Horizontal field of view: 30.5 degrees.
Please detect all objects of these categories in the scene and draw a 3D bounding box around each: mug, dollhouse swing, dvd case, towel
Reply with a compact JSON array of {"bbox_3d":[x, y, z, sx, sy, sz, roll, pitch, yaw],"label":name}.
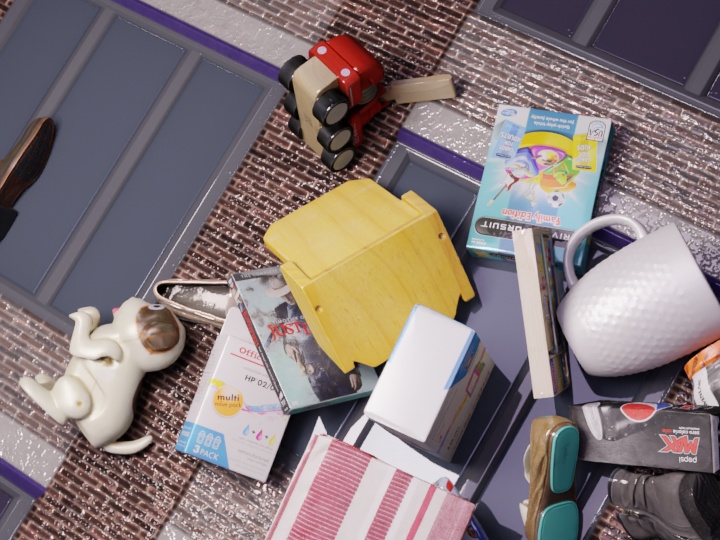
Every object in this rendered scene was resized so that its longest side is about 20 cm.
[{"bbox_3d":[0.322,0.025,1.588,0.175,0.148,0.200,-29,69,13],"label":"mug"},{"bbox_3d":[0.000,0.000,1.711,0.200,0.176,0.182,-31,109,-15],"label":"dollhouse swing"},{"bbox_3d":[-0.072,0.082,1.695,0.146,0.022,0.200,-9,62,-35],"label":"dvd case"},{"bbox_3d":[0.010,0.283,1.461,0.200,0.023,0.144,24,85,7],"label":"towel"}]

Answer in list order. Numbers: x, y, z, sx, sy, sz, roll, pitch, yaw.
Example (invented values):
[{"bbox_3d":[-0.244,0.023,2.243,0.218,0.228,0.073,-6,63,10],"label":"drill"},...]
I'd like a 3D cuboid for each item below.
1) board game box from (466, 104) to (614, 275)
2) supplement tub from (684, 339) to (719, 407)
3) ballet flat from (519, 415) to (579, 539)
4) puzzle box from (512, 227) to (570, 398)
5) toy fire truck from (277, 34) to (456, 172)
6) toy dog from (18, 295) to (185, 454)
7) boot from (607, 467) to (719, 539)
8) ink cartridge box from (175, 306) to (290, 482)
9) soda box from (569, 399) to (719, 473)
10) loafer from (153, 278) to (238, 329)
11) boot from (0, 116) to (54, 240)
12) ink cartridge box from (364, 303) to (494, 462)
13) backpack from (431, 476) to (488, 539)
[{"bbox_3d":[0.233,-0.106,1.703,0.151,0.047,0.200,10,77,18],"label":"board game box"},{"bbox_3d":[0.465,0.175,1.517,0.122,0.123,0.200,-30,69,5],"label":"supplement tub"},{"bbox_3d":[0.221,0.265,1.576,0.072,0.068,0.200,21,115,58],"label":"ballet flat"},{"bbox_3d":[0.219,0.049,1.588,0.025,0.133,0.200,-8,89,18],"label":"puzzle box"},{"bbox_3d":[0.013,-0.239,1.744,0.200,0.176,0.129,-39,67,-14],"label":"toy fire truck"},{"bbox_3d":[-0.320,0.125,1.740,0.194,0.140,0.200,42,88,9],"label":"toy dog"},{"bbox_3d":[0.375,0.310,1.527,0.132,0.070,0.200,-9,110,49],"label":"boot"},{"bbox_3d":[-0.145,0.156,1.690,0.115,0.068,0.200,22,80,-15],"label":"ink cartridge box"},{"bbox_3d":[0.338,0.189,1.520,0.200,0.063,0.071,-3,91,48],"label":"soda box"},{"bbox_3d":[-0.182,0.044,1.762,0.200,0.063,0.072,5,76,16],"label":"loafer"},{"bbox_3d":[-0.525,-0.147,1.907,0.097,0.075,0.200,26,84,18],"label":"boot"},{"bbox_3d":[0.088,0.140,1.590,0.085,0.200,0.145,23,82,16],"label":"ink cartridge box"},{"bbox_3d":[0.076,0.346,1.550,0.154,0.200,0.191,-22,72,-6],"label":"backpack"}]
